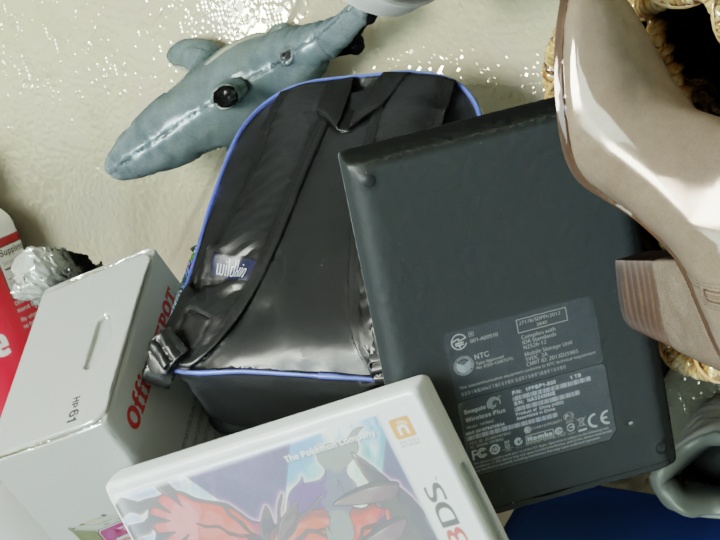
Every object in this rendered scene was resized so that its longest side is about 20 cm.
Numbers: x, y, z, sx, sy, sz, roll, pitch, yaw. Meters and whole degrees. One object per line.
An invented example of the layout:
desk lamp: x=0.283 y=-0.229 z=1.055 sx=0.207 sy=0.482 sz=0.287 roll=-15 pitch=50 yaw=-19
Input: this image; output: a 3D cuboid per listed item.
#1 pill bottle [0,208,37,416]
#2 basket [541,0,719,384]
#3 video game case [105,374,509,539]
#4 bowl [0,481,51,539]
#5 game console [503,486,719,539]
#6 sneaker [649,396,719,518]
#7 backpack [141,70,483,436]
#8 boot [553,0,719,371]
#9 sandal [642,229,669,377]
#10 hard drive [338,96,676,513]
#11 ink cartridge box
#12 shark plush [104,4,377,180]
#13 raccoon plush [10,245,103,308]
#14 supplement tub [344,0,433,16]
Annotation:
pill bottle: x=-0.263 y=0.029 z=1.649 sx=0.112 sy=0.112 sz=0.201 roll=-17 pitch=96 yaw=38
basket: x=0.167 y=-0.045 z=1.273 sx=0.142 sy=0.149 sz=0.201 roll=-20 pitch=96 yaw=23
video game case: x=-0.012 y=0.160 z=1.298 sx=0.199 sy=0.023 sz=0.183 roll=-19 pitch=105 yaw=30
bowl: x=-0.171 y=0.195 z=1.610 sx=0.200 sy=0.200 sz=0.075 roll=42 pitch=84 yaw=0
game console: x=0.161 y=0.205 z=1.344 sx=0.199 sy=0.118 sz=0.172 roll=7 pitch=85 yaw=19
sneaker: x=0.239 y=0.098 z=1.321 sx=0.200 sy=0.099 sz=0.078 roll=-21 pitch=94 yaw=39
backpack: x=0.000 y=0.000 z=1.404 sx=0.182 sy=0.201 sz=0.147 roll=0 pitch=150 yaw=23
boot: x=0.172 y=-0.042 z=1.164 sx=0.146 sy=0.070 sz=0.201 roll=1 pitch=113 yaw=46
sandal: x=0.146 y=0.042 z=1.408 sx=0.075 sy=0.048 sz=0.201 roll=46 pitch=114 yaw=9
hard drive: x=0.076 y=0.020 z=1.263 sx=0.139 sy=0.033 sz=0.201 roll=-14 pitch=111 yaw=-7
ink cartridge box: x=-0.111 y=0.111 z=1.434 sx=0.084 sy=0.145 sz=0.200 roll=-18 pitch=125 yaw=24
shark plush: x=-0.060 y=-0.099 z=1.474 sx=0.199 sy=0.083 sz=0.091 roll=-12 pitch=99 yaw=38
raccoon plush: x=-0.103 y=0.049 z=1.507 sx=0.134 sy=0.200 sz=0.097 roll=5 pitch=83 yaw=35
supplement tub: x=0.061 y=-0.231 z=1.302 sx=0.200 sy=0.140 sz=0.141 roll=-30 pitch=88 yaw=39
